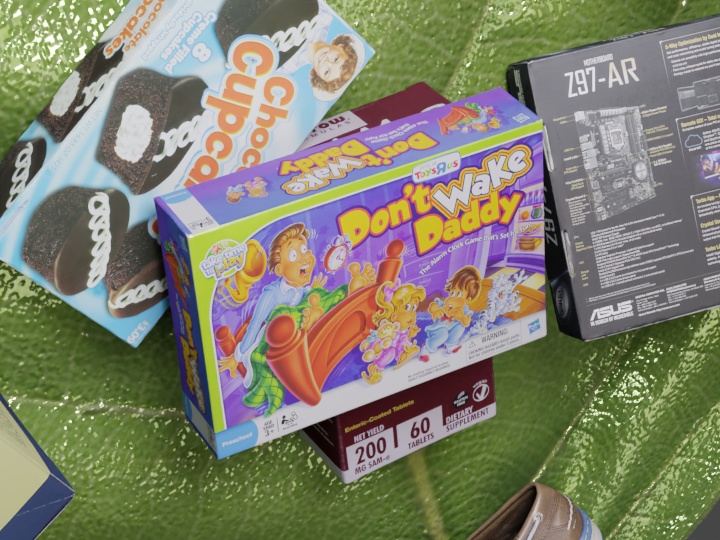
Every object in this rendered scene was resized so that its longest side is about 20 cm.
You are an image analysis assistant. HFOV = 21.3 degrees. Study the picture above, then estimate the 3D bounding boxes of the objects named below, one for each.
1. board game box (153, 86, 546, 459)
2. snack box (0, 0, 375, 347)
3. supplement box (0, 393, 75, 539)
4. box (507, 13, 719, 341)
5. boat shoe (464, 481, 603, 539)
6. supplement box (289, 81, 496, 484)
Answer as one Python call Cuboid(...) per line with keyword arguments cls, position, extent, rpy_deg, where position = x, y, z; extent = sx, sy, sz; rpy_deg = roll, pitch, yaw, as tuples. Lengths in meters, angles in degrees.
Cuboid(cls="board game box", position=(0.000, 0.000, 0.985), extent=(0.198, 0.045, 0.136), rpy_deg=(-19, 125, -21))
Cuboid(cls="snack box", position=(-0.095, -0.070, 0.961), extent=(0.200, 0.037, 0.116), rpy_deg=(-51, 133, 2))
Cuboid(cls="supplement box", position=(-0.279, 0.093, 0.865), extent=(0.200, 0.134, 0.200), rpy_deg=(-47, 132, -2))
Cuboid(cls="box", position=(0.195, -0.062, 1.091), extent=(0.198, 0.044, 0.162), rpy_deg=(-15, 97, -11))
Cuboid(cls="boat shoe", position=(0.060, 0.212, 1.226), extent=(0.200, 0.072, 0.072), rpy_deg=(-44, 116, -2))
Cuboid(cls="supplement box", position=(0.013, 0.008, 1.068), extent=(0.108, 0.061, 0.202), rpy_deg=(-23, 126, -22))
